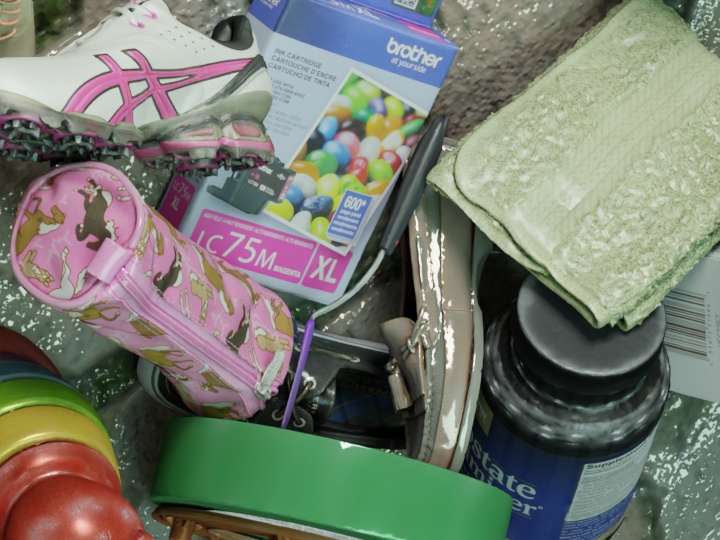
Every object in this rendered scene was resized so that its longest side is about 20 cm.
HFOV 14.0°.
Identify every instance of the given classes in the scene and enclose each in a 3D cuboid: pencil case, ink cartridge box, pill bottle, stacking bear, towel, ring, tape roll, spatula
[{"bbox_3d":[-0.107,0.013,1.545,0.200,0.086,0.083,41,51,-56],"label":"pencil case"},{"bbox_3d":[-0.026,-0.085,1.631,0.119,0.042,0.200,16,104,-34],"label":"ink cartridge box"},{"bbox_3d":[0.118,0.078,1.700,0.112,0.112,0.200,-20,150,-19],"label":"pill bottle"},{"bbox_3d":[-0.174,0.119,1.549,0.121,0.200,0.114,-16,121,-22],"label":"stacking bear"},{"bbox_3d":[0.150,-0.064,1.653,0.200,0.148,0.036,-41,163,-29],"label":"towel"},{"bbox_3d":[-0.022,0.166,1.664,0.200,0.200,0.019,21,78,-35],"label":"ring"},{"bbox_3d":[-0.017,0.129,1.641,0.200,0.200,0.048,20,78,-35],"label":"tape roll"},{"bbox_3d":[0.000,0.000,1.638,0.021,0.057,0.200,31,83,3],"label":"spatula"}]

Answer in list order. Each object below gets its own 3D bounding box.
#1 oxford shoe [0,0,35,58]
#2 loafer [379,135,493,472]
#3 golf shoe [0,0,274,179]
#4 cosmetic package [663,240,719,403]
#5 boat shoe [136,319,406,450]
[{"bbox_3d":[-0.199,-0.140,1.483,0.071,0.074,0.200,-22,123,-19],"label":"oxford shoe"},{"bbox_3d":[0.035,0.021,1.674,0.063,0.072,0.200,10,79,-16],"label":"loafer"},{"bbox_3d":[-0.130,-0.098,1.512,0.200,0.073,0.092,2,82,-46],"label":"golf shoe"},{"bbox_3d":[0.249,-0.007,1.749,0.200,0.074,0.102,-35,129,-43],"label":"cosmetic package"},{"bbox_3d":[-0.031,0.066,1.691,0.200,0.057,0.069,8,110,-32],"label":"boat shoe"}]
